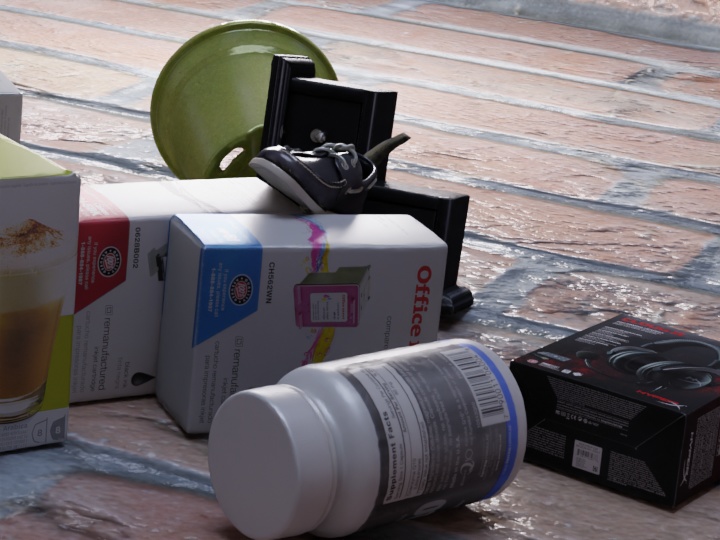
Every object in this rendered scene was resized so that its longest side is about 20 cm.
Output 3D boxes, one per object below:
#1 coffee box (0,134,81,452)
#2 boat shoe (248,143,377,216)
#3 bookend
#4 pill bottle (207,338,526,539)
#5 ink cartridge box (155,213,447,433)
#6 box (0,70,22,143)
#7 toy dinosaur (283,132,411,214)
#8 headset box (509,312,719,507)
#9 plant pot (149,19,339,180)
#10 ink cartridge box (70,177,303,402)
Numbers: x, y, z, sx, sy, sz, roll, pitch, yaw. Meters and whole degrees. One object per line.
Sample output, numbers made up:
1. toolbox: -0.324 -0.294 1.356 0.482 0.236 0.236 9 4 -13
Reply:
1. coffee box: -0.331 0.007 1.442 0.198 0.200 0.199 -6 20 -35
2. boat shoe: -0.032 -0.080 1.622 0.072 0.063 0.200 37 3 14
3. bookend: 0.012 -0.078 1.844 0.198 0.201 0.092 11 7 14
4. pill bottle: 0.005 0.113 1.360 0.199 0.115 0.113 -8 21 -40
5. ink cartridge box: -0.043 0.038 1.540 0.198 0.146 0.085 -1 17 -25
6. box: -0.459 -0.152 2.120 0.198 0.099 0.124 0 17 -22
7. toy dinosaur: -0.046 -0.056 1.791 0.088 0.201 0.047 35 2 11
8. headset box: 0.220 0.099 1.556 0.148 0.078 0.199 17 21 32
9. plant pot: -0.102 -0.116 2.015 0.198 0.202 0.185 3 28 -11
10. ink cartridge box: -0.151 0.013 1.581 0.198 0.148 0.083 -5 21 -32
